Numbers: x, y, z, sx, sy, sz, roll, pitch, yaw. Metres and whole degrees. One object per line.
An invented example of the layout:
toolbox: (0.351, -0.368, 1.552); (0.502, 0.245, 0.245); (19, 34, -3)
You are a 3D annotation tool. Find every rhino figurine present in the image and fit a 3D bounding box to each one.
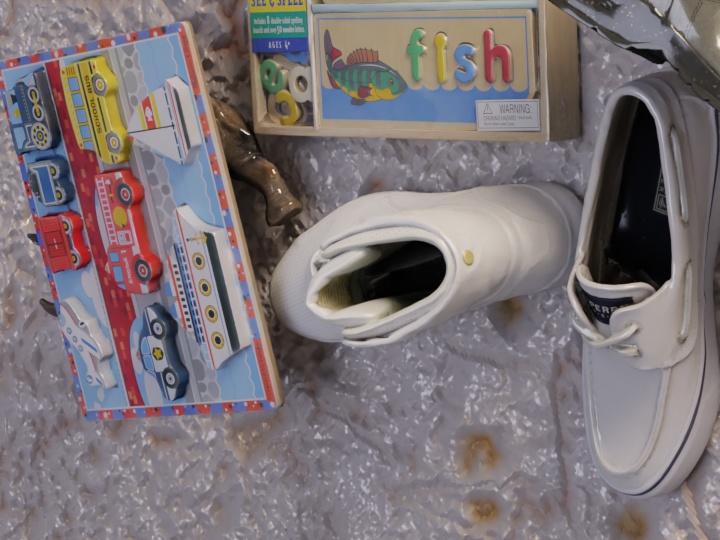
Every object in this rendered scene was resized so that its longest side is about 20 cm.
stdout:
rhino figurine: (-0.117, -0.025, 1.352); (0.200, 0.060, 0.088); (-35, 77, 42)

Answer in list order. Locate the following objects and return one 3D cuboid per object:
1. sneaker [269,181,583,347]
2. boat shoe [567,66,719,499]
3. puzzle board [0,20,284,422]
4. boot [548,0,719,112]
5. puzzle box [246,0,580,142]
sneaker: (0.000, 0.000, 1.209); (0.199, 0.115, 0.074); (-16, 88, 45)
boat shoe: (0.125, 0.009, 1.126); (0.072, 0.065, 0.201); (24, 113, 38)
puzzle board: (-0.119, -0.020, 1.303); (0.150, 0.017, 0.201); (-6, 101, 44)
boot: (0.179, -0.126, 1.050); (0.199, 0.068, 0.131); (35, 101, 15)
puzzle box: (0.021, -0.131, 1.226); (0.199, 0.025, 0.134); (4, 99, 43)
